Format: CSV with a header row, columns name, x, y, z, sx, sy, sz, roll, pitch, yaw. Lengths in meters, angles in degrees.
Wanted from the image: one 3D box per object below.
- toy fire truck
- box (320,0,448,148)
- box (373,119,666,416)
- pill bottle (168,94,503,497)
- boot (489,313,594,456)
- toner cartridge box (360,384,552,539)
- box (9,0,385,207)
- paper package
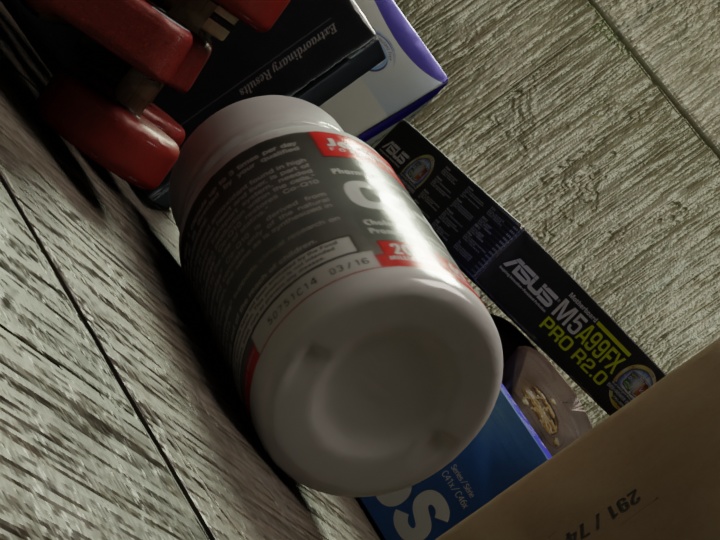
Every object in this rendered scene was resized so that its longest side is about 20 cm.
name,x,y,z,sx,sy,sz,roll,pitch,yaw
toy fire truck,-0.130,-0.133,0.999,0.168,0.112,0.200,36,5,-7
box,-0.056,-0.150,1.556,0.184,0.105,0.200,55,-24,3
box,0.094,0.001,1.364,0.160,0.044,0.200,45,1,-29
pill bottle,-0.019,0.003,1.013,0.114,0.114,0.200,53,4,-36
boot,0.096,0.076,1.314,0.200,0.064,0.187,67,-3,-67
toner cartridge box,0.019,0.062,1.173,0.200,0.095,0.043,56,3,32
box,-0.101,-0.154,1.157,0.200,0.148,0.104,56,2,1
paper package,0.129,0.147,0.927,0.104,0.200,0.191,54,2,-22
